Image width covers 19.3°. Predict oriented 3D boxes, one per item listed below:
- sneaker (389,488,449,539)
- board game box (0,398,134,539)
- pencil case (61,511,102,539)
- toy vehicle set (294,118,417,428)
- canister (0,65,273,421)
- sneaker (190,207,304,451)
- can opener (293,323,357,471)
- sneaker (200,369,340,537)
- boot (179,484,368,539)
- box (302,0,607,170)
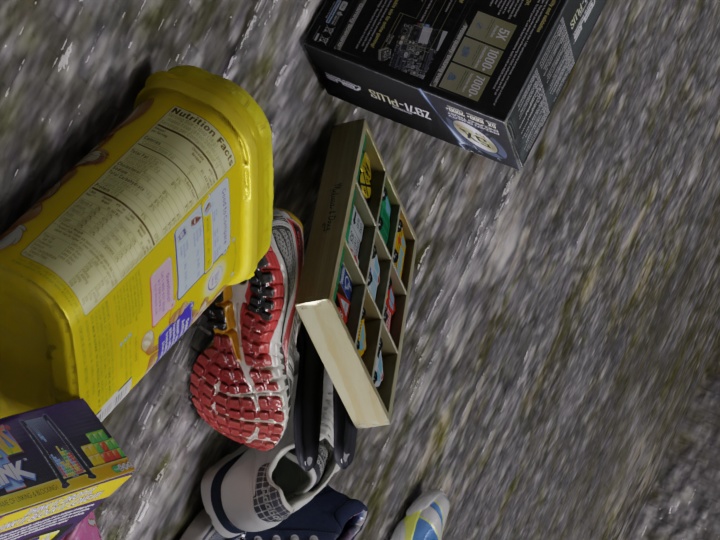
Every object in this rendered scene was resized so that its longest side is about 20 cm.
[{"bbox_3d":[0.067,0.327,2.148,0.201,0.105,0.076,-64,161,-7],"label":"sneaker"},{"bbox_3d":[-0.233,0.148,1.115,0.165,0.057,0.200,-43,168,18],"label":"board game box"},{"bbox_3d":[-0.190,0.191,1.334,0.083,0.086,0.200,-61,160,-26],"label":"pencil case"},{"bbox_3d":[0.000,0.000,1.546,0.200,0.026,0.125,-80,152,-47],"label":"toy vehicle set"},{"bbox_3d":[-0.140,-0.007,1.251,0.200,0.086,0.149,-49,154,-39],"label":"canister"},{"bbox_3d":[-0.068,0.045,1.514,0.082,0.078,0.201,-47,153,-48],"label":"sneaker"},{"bbox_3d":[-0.023,0.066,1.572,0.200,0.063,0.079,-97,169,-45],"label":"can opener"},{"bbox_3d":[-0.040,0.137,1.654,0.077,0.080,0.200,56,43,-16],"label":"sneaker"},{"bbox_3d":[-0.073,0.216,1.671,0.200,0.090,0.073,-41,148,-52],"label":"boot"},{"bbox_3d":[0.080,-0.199,1.506,0.201,0.163,0.086,-63,160,-14],"label":"box"}]
